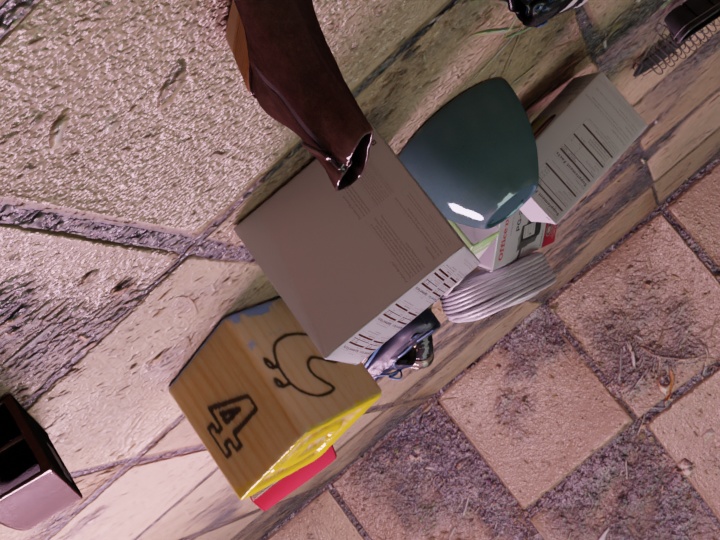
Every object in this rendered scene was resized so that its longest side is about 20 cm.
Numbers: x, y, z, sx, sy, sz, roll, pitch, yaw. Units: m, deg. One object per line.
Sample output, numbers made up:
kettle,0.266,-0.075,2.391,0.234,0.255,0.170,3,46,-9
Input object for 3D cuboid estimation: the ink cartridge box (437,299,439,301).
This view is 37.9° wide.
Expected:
ink cartridge box,0.134,-0.011,1.838,0.200,0.075,0.164,-44,163,19

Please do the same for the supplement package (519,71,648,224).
supplement package,0.300,-0.178,1.537,0.200,0.110,0.114,-46,-170,-4

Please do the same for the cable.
cable,0.229,0.026,1.765,0.198,0.070,0.200,-22,-179,3

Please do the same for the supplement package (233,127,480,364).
supplement package,0.000,-0.027,1.225,0.199,0.192,0.147,-39,165,6

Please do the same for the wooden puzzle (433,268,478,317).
wooden puzzle,0.176,0.050,2.196,0.199,0.046,0.186,-36,167,-28

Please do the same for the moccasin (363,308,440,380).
moccasin,0.059,0.134,1.682,0.200,0.068,0.081,-55,179,43

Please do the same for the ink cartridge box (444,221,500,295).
ink cartridge box,0.120,-0.038,1.631,0.067,0.117,0.200,-29,162,-34

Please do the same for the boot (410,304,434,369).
boot,0.034,0.075,1.746,0.073,0.198,0.152,-55,158,-45

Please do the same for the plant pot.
plant pot,0.160,-0.136,1.398,0.199,0.135,0.200,-35,166,-10

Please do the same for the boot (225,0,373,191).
boot,-0.037,-0.166,0.761,0.072,0.167,0.200,-32,165,-20

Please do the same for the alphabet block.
alphabet block,-0.125,0.178,1.531,0.194,0.201,0.197,-21,158,-50

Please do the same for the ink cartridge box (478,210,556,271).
ink cartridge box,0.243,-0.098,1.700,0.199,0.083,0.147,-23,126,-47

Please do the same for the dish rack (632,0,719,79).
dish rack,0.526,-0.381,1.698,0.153,0.055,0.200,-33,165,-17

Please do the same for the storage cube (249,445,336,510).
storage cube,-0.161,0.308,1.905,0.199,0.172,0.180,-35,164,-9

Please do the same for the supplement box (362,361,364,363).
supplement box,-0.049,0.134,1.748,0.061,0.108,0.200,-51,179,-44

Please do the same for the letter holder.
letter holder,-0.425,0.247,1.222,0.141,0.101,0.200,-32,165,-16

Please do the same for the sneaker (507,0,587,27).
sneaker,0.215,-0.320,1.089,0.111,0.073,0.200,-34,166,-21
